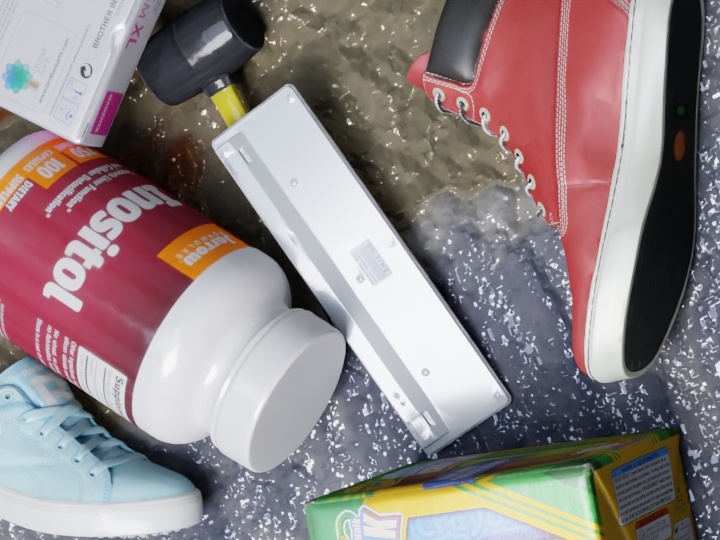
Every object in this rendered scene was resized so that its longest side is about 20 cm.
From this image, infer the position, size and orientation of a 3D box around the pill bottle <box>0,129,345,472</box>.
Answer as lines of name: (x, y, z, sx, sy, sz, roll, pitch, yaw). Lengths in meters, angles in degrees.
pill bottle: (-0.111, 0.018, 1.329, 0.200, 0.113, 0.113, 31, 109, 20)

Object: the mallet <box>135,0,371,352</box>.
mallet: (-0.056, -0.045, 1.339, 0.066, 0.041, 0.200, -22, 90, 26)

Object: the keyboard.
keyboard: (0.000, 0.000, 1.309, 0.056, 0.011, 0.200, -35, 89, 14)

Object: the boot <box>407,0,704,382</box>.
boot: (0.088, -0.049, 1.245, 0.144, 0.072, 0.200, 4, 90, 27)

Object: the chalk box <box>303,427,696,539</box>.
chalk box: (0.056, 0.155, 1.253, 0.200, 0.124, 0.124, -9, 92, 27)

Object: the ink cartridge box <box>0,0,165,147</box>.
ink cartridge box: (-0.202, -0.159, 1.348, 0.200, 0.042, 0.119, 26, 95, 15)

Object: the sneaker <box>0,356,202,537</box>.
sneaker: (-0.175, 0.093, 1.393, 0.200, 0.074, 0.082, 11, 104, 25)
